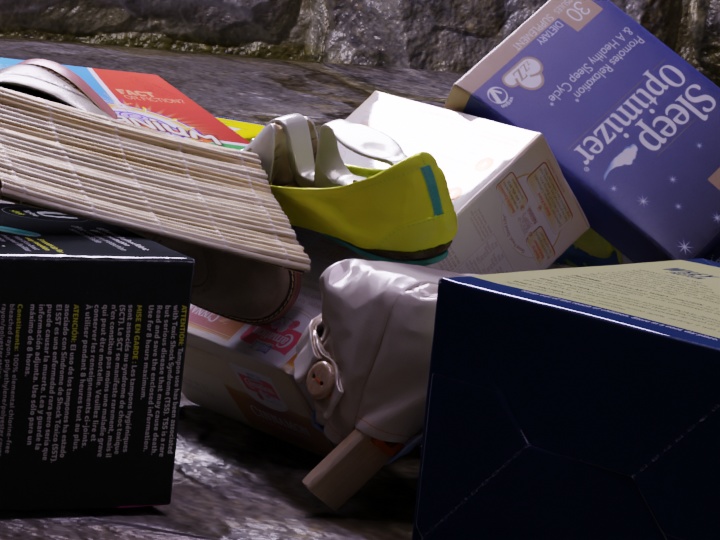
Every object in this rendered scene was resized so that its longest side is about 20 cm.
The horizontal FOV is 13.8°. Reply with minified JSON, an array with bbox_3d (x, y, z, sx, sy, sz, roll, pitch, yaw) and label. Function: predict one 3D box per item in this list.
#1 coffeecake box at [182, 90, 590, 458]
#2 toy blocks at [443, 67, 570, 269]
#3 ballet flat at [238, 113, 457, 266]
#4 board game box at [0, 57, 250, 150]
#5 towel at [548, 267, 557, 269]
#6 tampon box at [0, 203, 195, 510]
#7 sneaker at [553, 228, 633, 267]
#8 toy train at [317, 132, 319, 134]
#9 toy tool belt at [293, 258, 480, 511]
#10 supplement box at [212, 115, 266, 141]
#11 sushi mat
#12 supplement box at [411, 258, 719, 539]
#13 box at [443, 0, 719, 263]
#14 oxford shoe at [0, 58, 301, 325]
[{"bbox_3d":[0.000,0.000,1.629,0.200,0.073,0.153,-43,33,-21],"label":"coffeecake box"},{"bbox_3d":[0.089,-0.038,1.815,0.200,0.137,0.100,34,2,-29],"label":"toy blocks"},{"bbox_3d":[-0.023,-0.049,1.575,0.067,0.067,0.200,-21,21,-36],"label":"ballet flat"},{"bbox_3d":[-0.133,-0.068,1.808,0.153,0.040,0.200,3,24,-43],"label":"board game box"},{"bbox_3d":[0.149,0.057,1.689,0.165,0.086,0.200,16,12,38],"label":"towel"},{"bbox_3d":[-0.204,0.039,1.428,0.200,0.126,0.150,2,11,-29],"label":"tampon box"},{"bbox_3d":[0.139,-0.032,1.722,0.200,0.076,0.105,34,-24,3],"label":"sneaker"},{"bbox_3d":[-0.008,-0.027,1.978,0.087,0.114,0.200,3,10,-19],"label":"toy train"},{"bbox_3d":[0.054,0.066,1.509,0.200,0.123,0.125,8,9,-46],"label":"toy tool belt"},{"bbox_3d":[-0.140,-0.046,2.026,0.109,0.109,0.200,10,11,23],"label":"supplement box"},{"bbox_3d":[-0.116,-0.049,1.484,0.200,0.012,0.096,14,35,-40],"label":"sushi mat"},{"bbox_3d":[0.167,0.080,1.395,0.200,0.134,0.200,15,13,43],"label":"supplement box"},{"bbox_3d":[0.160,-0.068,1.665,0.200,0.032,0.121,40,56,11],"label":"box"},{"bbox_3d":[-0.121,-0.035,1.545,0.200,0.070,0.075,34,10,6],"label":"oxford shoe"}]
